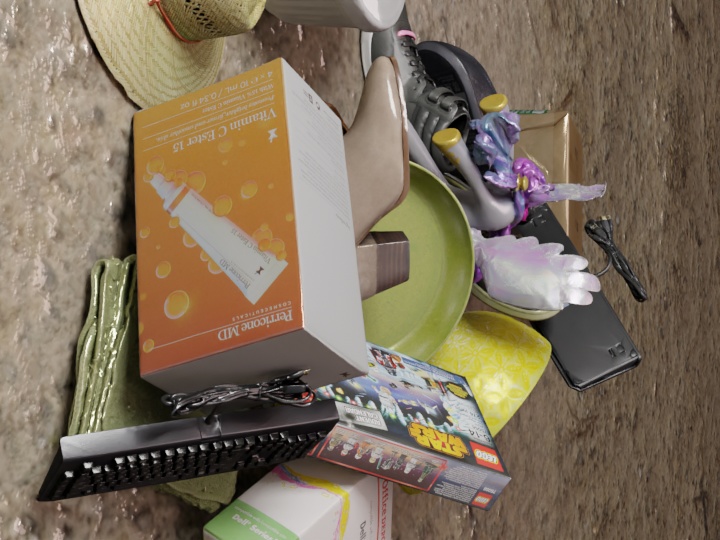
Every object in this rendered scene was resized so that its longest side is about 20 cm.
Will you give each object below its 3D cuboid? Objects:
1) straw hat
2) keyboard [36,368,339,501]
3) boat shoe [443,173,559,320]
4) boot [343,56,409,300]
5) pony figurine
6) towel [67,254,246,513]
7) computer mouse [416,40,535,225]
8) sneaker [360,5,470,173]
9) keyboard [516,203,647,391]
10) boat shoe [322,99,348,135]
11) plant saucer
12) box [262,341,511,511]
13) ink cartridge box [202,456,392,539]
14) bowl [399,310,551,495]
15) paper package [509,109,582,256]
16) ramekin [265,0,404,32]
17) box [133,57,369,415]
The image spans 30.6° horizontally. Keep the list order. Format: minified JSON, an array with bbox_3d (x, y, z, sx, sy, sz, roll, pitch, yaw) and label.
[{"bbox_3d":[-0.108,-0.209,0.920,0.200,0.084,0.204,-9,100,-63],"label":"straw hat"},{"bbox_3d":[-0.101,0.108,0.849,0.198,0.127,0.021,-6,56,-32],"label":"keyboard"},{"bbox_3d":[0.123,-0.028,1.286,0.071,0.201,0.067,-20,134,-28],"label":"boat shoe"},{"bbox_3d":[-0.037,-0.060,1.018,0.070,0.144,0.203,-142,-132,-78],"label":"boot"},{"bbox_3d":[0.114,-0.055,1.171,0.167,0.191,0.201,-70,147,-46],"label":"pony figurine"},{"bbox_3d":[-0.138,0.083,0.936,0.200,0.036,0.150,38,57,-57],"label":"towel"},{"bbox_3d":[0.108,-0.144,1.330,0.053,0.138,0.202,-35,114,-35],"label":"computer mouse"},{"bbox_3d":[0.057,-0.179,1.240,0.070,0.098,0.203,-5,95,-61],"label":"sneaker"},{"bbox_3d":[0.220,0.016,1.314,0.021,0.126,0.201,74,-10,-61],"label":"keyboard"},{"bbox_3d":[-0.021,-0.080,1.124,0.200,0.067,0.073,53,46,-51],"label":"boat shoe"},{"bbox_3d":[0.000,0.000,1.100,0.197,0.031,0.203,-6,108,-18],"label":"plant saucer"},{"bbox_3d":[0.013,0.108,1.043,0.198,0.040,0.137,21,26,-25],"label":"box"},{"bbox_3d":[-0.033,0.204,1.047,0.199,0.067,0.118,-36,138,-42],"label":"ink cartridge box"},{"bbox_3d":[0.075,0.102,1.250,0.108,0.200,0.200,45,40,-5],"label":"bowl"},{"bbox_3d":[0.193,-0.076,1.477,0.200,0.102,0.193,6,84,-75],"label":"paper package"},{"bbox_3d":[-0.031,-0.286,1.036,0.202,0.093,0.205,-2,90,-72],"label":"ramekin"},{"bbox_3d":[-0.077,-0.020,0.893,0.097,0.123,0.202,40,38,-56],"label":"box"}]
